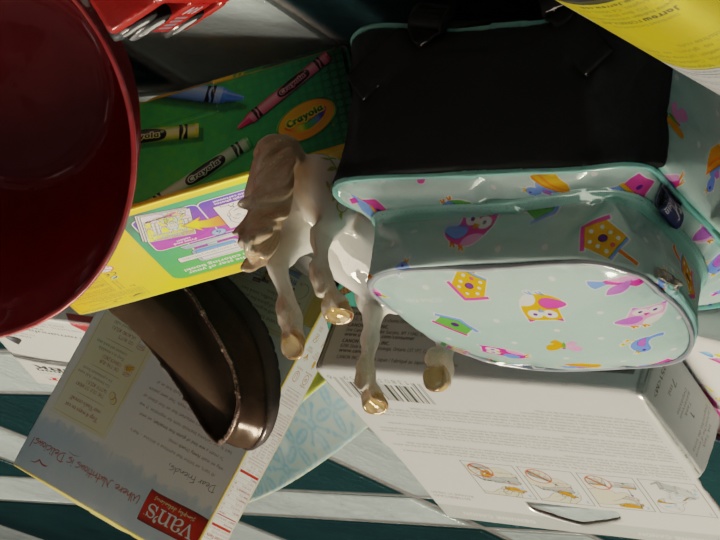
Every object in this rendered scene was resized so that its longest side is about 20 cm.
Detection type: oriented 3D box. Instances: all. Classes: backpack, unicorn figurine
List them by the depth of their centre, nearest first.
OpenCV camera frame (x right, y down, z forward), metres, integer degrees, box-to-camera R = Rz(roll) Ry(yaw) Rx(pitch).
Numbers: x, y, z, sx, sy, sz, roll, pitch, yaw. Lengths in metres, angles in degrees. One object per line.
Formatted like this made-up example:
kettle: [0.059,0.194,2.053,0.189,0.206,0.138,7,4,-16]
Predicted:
backpack: [0.101,-0.033,1.071,0.175,0.154,0.200,-6,165,31]
unicorn figurine: [0.000,0.000,1.116,0.073,0.138,0.200,-14,141,10]

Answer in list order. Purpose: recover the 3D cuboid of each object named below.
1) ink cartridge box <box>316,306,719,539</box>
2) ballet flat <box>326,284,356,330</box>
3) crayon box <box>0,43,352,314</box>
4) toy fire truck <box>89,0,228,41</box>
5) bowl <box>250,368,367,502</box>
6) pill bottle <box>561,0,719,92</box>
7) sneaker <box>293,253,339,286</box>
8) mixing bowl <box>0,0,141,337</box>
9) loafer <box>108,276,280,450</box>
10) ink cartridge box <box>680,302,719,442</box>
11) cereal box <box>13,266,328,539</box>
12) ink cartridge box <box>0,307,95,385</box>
ink cartridge box: [0.100,0.086,1.232,0.199,0.044,0.174,3,150,33]
ballet flat: [0.033,0.010,1.271,0.067,0.071,0.200,8,142,-23]
crayon box: [-0.081,-0.044,1.185,0.199,0.059,0.119,-16,158,9]
toy fire truck: [-0.046,-0.146,0.881,0.141,0.049,0.200,-31,-179,10]
bowl: [-0.041,0.050,1.478,0.108,0.200,0.200,50,172,15]
pill bottle: [0.145,-0.115,0.785,0.199,0.113,0.112,23,160,-38]
sneaker: [-0.060,-0.048,1.293,0.199,0.076,0.079,10,151,-21]
mixing bowl: [-0.183,-0.078,1.080,0.199,0.201,0.108,7,-160,13]
loafer: [-0.116,0.023,1.315,0.071,0.200,0.073,-15,153,-37]
ink cartridge box: [0.198,0.031,1.198,0.199,0.084,0.145,15,158,40]
cereal box: [-0.106,0.065,1.379,0.143,0.201,0.040,26,174,28]
ink cartridge box: [-0.171,0.025,1.562,0.143,0.084,0.200,8,165,7]
